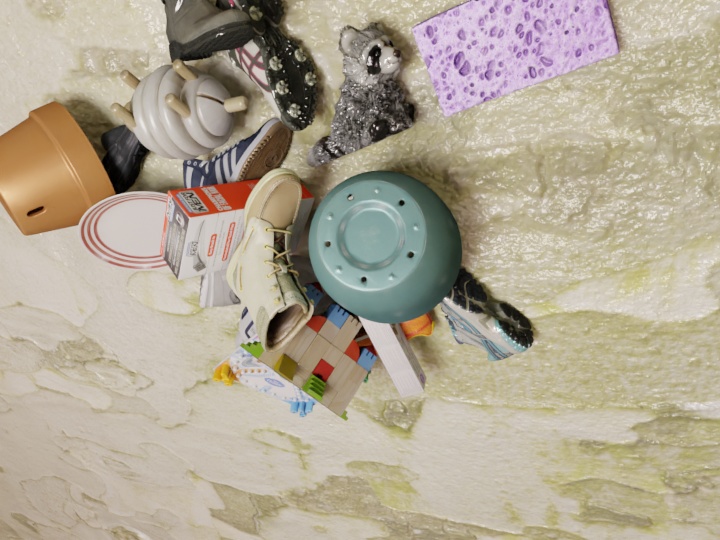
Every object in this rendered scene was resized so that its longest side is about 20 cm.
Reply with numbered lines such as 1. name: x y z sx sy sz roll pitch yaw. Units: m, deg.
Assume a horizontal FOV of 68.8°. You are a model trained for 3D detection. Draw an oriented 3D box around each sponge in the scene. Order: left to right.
1. sponge: 0.169 -0.259 0.586 0.199 0.030 0.112 -13 115 30

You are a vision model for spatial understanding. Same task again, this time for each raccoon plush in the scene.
1. raccoon plush: -0.024 -0.217 0.664 0.199 0.097 0.134 -16 105 31

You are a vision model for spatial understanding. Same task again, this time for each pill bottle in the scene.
1. pill bottle: -0.136 0.075 0.880 0.111 0.111 0.200 38 128 -3

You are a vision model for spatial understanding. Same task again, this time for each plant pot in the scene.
1. plant pot: -0.499 -0.145 0.834 0.200 0.140 0.201 37 147 30
2. plant pot: 0.026 -0.032 0.655 0.200 0.161 0.202 -1 86 11

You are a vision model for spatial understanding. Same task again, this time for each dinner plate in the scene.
1. dinner plate: -0.360 -0.067 0.879 0.199 0.024 0.200 -14 146 -9

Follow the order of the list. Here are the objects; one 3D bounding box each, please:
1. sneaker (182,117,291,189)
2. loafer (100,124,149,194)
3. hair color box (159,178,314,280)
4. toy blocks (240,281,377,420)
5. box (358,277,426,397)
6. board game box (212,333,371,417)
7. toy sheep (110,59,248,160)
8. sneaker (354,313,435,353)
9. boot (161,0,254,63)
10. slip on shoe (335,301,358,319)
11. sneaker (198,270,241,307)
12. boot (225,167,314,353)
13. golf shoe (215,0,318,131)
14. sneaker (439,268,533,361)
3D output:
1. sneaker: -0.191 -0.162 0.779 0.109 0.070 0.200 46 112 20
2. loafer: -0.379 -0.198 0.839 0.070 0.068 0.200 38 132 -13
3. hair color box: -0.173 -0.066 0.750 0.064 0.200 0.111 46 132 26
4. toy blocks: -0.056 0.110 0.770 0.200 0.137 0.100 40 163 -18
5. box: 0.040 0.099 0.788 0.041 0.039 0.200 -21 109 21
6. board game box: -0.117 0.175 0.884 0.200 0.026 0.200 31 132 -27
7. toy sheep: -0.242 -0.216 0.717 0.199 0.138 0.138 4 122 23
8. sneaker: 0.031 0.114 0.857 0.200 0.073 0.077 -26 111 35
9. boot: -0.202 -0.328 0.629 0.200 0.068 0.131 18 123 51
10. slip on shoe: 0.000 0.000 0.804 0.076 0.061 0.200 25 127 8
11. sneaker: -0.223 -0.022 0.898 0.082 0.075 0.200 7 126 -21
12. boot: -0.104 -0.013 0.672 0.155 0.072 0.200 54 127 42
13. golf shoe: -0.122 -0.274 0.684 0.088 0.077 0.201 -9 108 48
14. sneaker: 0.151 0.067 0.773 0.200 0.078 0.086 39 131 -3
